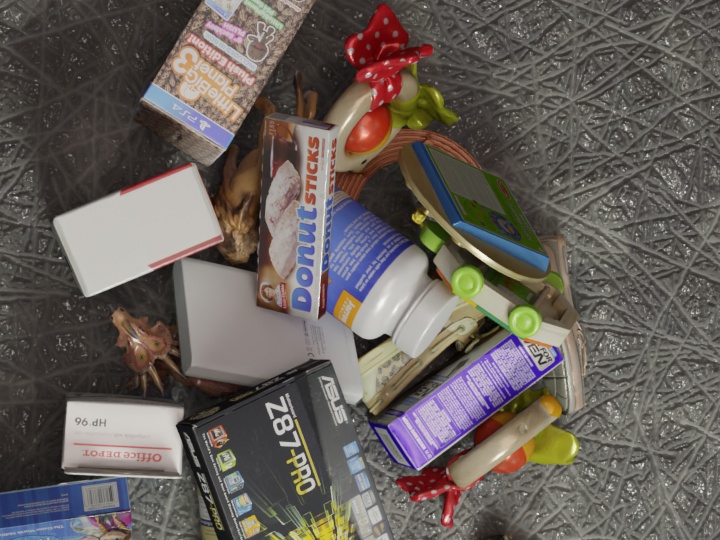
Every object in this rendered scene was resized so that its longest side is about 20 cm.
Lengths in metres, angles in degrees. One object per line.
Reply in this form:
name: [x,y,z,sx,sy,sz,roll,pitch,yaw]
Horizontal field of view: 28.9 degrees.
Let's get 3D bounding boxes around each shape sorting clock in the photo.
shape sorting clock: [0.117,-0.059,1.439,0.199,0.200,0.039,33,115,-9]

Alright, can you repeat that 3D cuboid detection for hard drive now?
hard drive: [-0.095,0.063,1.439,0.199,0.026,0.133,13,49,-31]

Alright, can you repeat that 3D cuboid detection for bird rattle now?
bird rattle: [0.021,-0.168,1.443,0.113,0.200,0.163,41,96,10]
bird rattle: [0.137,0.186,1.490,0.199,0.163,0.113,-24,75,-21]

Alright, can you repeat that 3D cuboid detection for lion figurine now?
lion figurine: [-0.101,-0.102,1.442,0.072,0.200,0.123,14,52,-16]

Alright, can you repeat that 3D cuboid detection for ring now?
ring: [0.057,-0.058,1.544,0.199,0.019,0.202,0,89,-13]

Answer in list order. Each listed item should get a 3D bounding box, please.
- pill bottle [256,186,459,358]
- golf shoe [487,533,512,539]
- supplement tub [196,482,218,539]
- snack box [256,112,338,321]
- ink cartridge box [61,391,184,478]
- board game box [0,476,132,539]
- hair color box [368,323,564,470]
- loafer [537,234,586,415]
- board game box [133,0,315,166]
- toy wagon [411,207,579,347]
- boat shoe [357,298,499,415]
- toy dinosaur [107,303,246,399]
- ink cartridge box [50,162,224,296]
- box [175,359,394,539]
pill bottle: [0.000,0.000,1.453,0.200,0.112,0.112,37,81,12]
golf shoe: [0.199,0.377,1.545,0.200,0.077,0.088,38,101,-6]
supplement tub: [-0.091,0.282,1.438,0.143,0.144,0.202,-5,89,-12]
snack box: [-0.064,-0.052,1.387,0.071,0.024,0.201,13,114,20]
ink cartridge box: [-0.235,0.161,1.382,0.115,0.200,0.068,4,88,-12]
board game box: [-0.323,0.278,1.368,0.198,0.200,0.044,-6,55,-12]
hair color box: [0.111,0.129,1.503,0.199,0.109,0.065,-34,94,-12]
loafer: [0.225,0.057,1.553,0.062,0.072,0.201,-15,89,-19]
board game box: [-0.138,-0.223,1.434,0.096,0.159,0.201,32,83,-10]
toy wagon: [0.133,0.004,1.438,0.199,0.155,0.040,34,110,7]
boat shoe: [0.081,0.081,1.515,0.199,0.073,0.063,-32,80,-1]
toy dinosaur: [-0.169,0.095,1.431,0.198,0.135,0.087,11,86,-12]
ink cartridge box: [-0.226,-0.040,1.391,0.143,0.200,0.084,-23,97,-12]
box: [-0.070,0.207,1.345,0.160,0.049,0.201,-23,99,-30]
